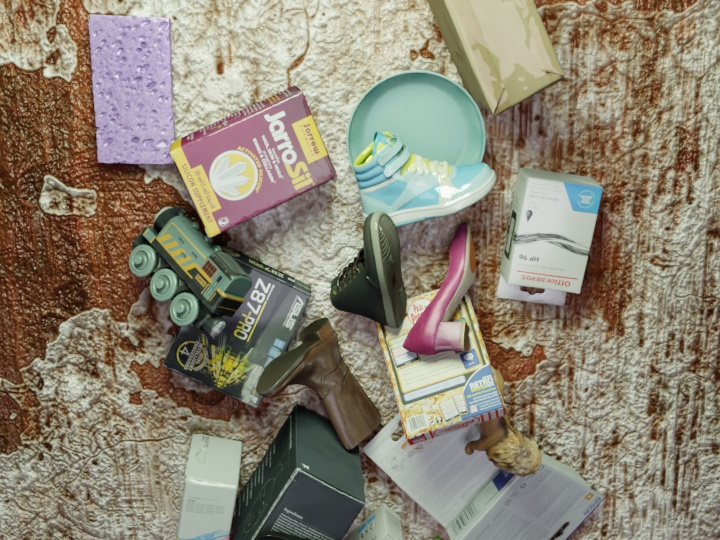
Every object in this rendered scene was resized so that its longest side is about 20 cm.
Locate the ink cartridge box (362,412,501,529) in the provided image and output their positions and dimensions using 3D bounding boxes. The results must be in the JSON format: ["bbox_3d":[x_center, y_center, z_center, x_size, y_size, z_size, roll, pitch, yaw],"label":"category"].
[{"bbox_3d":[0.124,0.288,1.554,0.200,0.047,0.160,43,101,-11],"label":"ink cartridge box"}]

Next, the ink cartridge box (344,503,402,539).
[{"bbox_3d":[-0.012,0.486,1.540,0.045,0.177,0.200,41,102,-14],"label":"ink cartridge box"}]

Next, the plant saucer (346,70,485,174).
[{"bbox_3d":[0.078,-0.187,1.390,0.195,0.036,0.204,0,116,1],"label":"plant saucer"}]

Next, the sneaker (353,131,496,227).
[{"bbox_3d":[0.081,-0.140,1.350,0.196,0.080,0.132,-16,116,9],"label":"sneaker"}]

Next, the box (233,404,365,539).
[{"bbox_3d":[-0.095,0.347,1.479,0.122,0.201,0.199,27,106,-13],"label":"box"}]

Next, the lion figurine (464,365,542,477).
[{"bbox_3d":[0.197,0.210,1.462,0.072,0.122,0.204,-21,90,-31],"label":"lion figurine"}]

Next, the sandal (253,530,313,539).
[{"bbox_3d":[-0.058,0.414,1.375,0.196,0.045,0.076,12,108,-11],"label":"sandal"}]

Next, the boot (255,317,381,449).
[{"bbox_3d":[-0.054,0.200,1.457,0.063,0.186,0.203,-9,114,42],"label":"boot"}]

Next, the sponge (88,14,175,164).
[{"bbox_3d":[-0.315,-0.250,1.366,0.109,0.030,0.204,0,107,-4],"label":"sponge"}]

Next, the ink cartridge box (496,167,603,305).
[{"bbox_3d":[0.274,-0.038,1.441,0.113,0.068,0.204,7,108,-4],"label":"ink cartridge box"}]

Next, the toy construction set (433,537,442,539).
[{"bbox_3d":[0.117,0.530,1.611,0.129,0.092,0.203,27,94,-11],"label":"toy construction set"}]

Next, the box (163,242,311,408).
[{"bbox_3d":[-0.184,0.083,1.469,0.159,0.049,0.203,25,103,-12],"label":"box"}]

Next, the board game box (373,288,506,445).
[{"bbox_3d":[0.113,0.133,1.439,0.149,0.046,0.204,-17,67,4],"label":"board game box"}]

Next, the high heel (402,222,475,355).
[{"bbox_3d":[0.115,0.025,1.428,0.094,0.067,0.204,-1,72,19],"label":"high heel"}]

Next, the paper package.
[{"bbox_3d":[0.165,-0.316,1.278,0.102,0.200,0.193,-26,107,5],"label":"paper package"}]

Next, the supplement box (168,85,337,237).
[{"bbox_3d":[-0.148,-0.151,1.355,0.197,0.103,0.133,-26,107,-3],"label":"supplement box"}]

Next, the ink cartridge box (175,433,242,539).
[{"bbox_3d":[-0.238,0.378,1.511,0.081,0.146,0.204,10,108,-7],"label":"ink cartridge box"}]

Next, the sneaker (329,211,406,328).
[{"bbox_3d":[0.000,0.000,1.385,0.104,0.075,0.203,9,134,20],"label":"sneaker"}]

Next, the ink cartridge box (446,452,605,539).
[{"bbox_3d":[0.267,0.390,1.581,0.199,0.043,0.197,31,105,-36],"label":"ink cartridge box"}]

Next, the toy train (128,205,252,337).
[{"bbox_3d":[-0.242,-0.001,1.389,0.114,0.085,0.200,-49,65,7],"label":"toy train"}]
